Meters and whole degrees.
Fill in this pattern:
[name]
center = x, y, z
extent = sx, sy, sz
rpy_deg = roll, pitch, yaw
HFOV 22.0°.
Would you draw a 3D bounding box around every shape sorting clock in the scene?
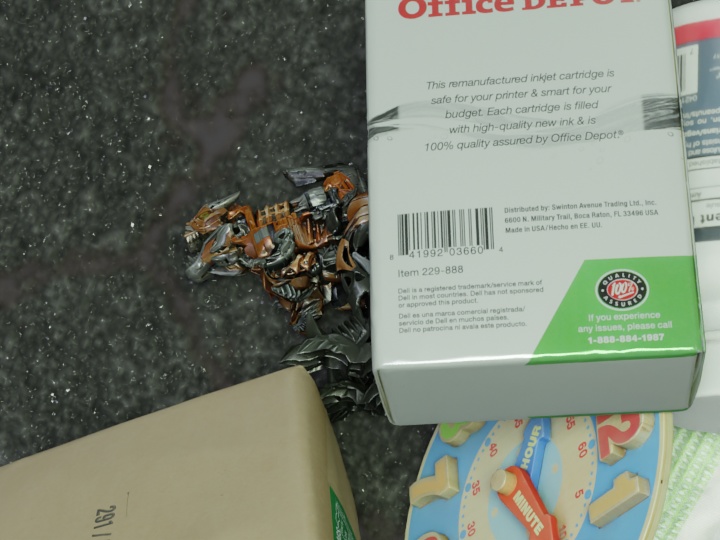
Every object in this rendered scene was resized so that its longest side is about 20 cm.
[shape sorting clock]
center = 0.082, 0.110, 0.923
extent = 0.039, 0.200, 0.201
rpy_deg = 28, 91, -31

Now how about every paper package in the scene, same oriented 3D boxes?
[paper package]
center = -0.092, 0.160, 0.902
extent = 0.190, 0.200, 0.104
rpy_deg = -20, 118, 7

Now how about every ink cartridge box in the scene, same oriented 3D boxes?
[ink cartridge box]
center = 0.078, -0.038, 0.862
extent = 0.145, 0.084, 0.201
rpy_deg = -3, 67, 6

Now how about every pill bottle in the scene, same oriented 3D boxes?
[pill bottle]
center = 0.194, -0.024, 0.933
extent = 0.119, 0.120, 0.201
rpy_deg = 0, 73, 12

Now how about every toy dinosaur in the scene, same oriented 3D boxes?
[toy dinosaur]
center = 0.000, 0.000, 1.009
extent = 0.199, 0.102, 0.137
rpy_deg = -9, 62, 29

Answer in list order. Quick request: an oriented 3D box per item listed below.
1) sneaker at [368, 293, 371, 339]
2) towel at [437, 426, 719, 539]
[sneaker]
center = 0.075, -0.034, 0.963
extent = 0.107, 0.067, 0.202
rpy_deg = 14, 47, 8
[towel]
center = 0.158, 0.076, 0.995
extent = 0.199, 0.031, 0.150
rpy_deg = 29, 90, 14
